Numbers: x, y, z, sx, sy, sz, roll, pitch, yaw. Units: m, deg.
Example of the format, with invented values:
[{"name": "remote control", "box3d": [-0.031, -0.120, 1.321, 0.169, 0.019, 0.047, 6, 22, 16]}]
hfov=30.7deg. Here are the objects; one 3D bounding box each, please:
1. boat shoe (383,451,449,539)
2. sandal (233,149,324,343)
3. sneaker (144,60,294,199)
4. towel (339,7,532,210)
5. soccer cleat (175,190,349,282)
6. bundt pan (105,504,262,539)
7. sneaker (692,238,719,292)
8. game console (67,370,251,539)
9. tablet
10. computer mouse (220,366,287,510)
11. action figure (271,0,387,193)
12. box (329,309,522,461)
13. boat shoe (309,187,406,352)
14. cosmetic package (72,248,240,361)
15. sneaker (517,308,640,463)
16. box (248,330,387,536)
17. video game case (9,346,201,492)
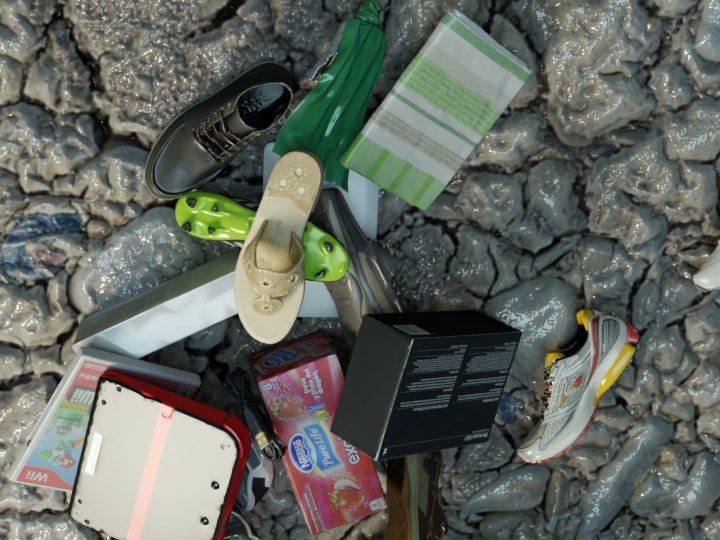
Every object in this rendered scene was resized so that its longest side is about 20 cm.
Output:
[{"name": "boat shoe", "box3d": [0.070, 0.289, 1.495, 0.072, 0.200, 0.072, 16, 138, -19]}, {"name": "sandal", "box3d": [-0.091, -0.018, 1.337, 0.078, 0.070, 0.212, 17, 105, 7]}, {"name": "sneaker", "box3d": [-0.154, -0.145, 1.384, 0.200, 0.106, 0.075, -42, 105, 7]}, {"name": "towel", "box3d": [0.079, -0.171, 1.408, 0.149, 0.031, 0.200, 27, 105, -44]}, {"name": "soccer cleat", "box3d": [-0.101, -0.044, 1.413, 0.200, 0.081, 0.068, 20, 106, 7]}, {"name": "bundt pan", "box3d": [-0.207, 0.339, 1.529, 0.202, 0.076, 0.202, -1, 106, -4]}, {"name": "sneaker", "box3d": [0.447, -0.058, 1.490, 0.087, 0.075, 0.200, 44, 91, -2]}, {"name": "game console", "box3d": [-0.219, 0.220, 1.419, 0.177, 0.031, 0.200, 21, 115, 8]}, {"name": "tablet", "box3d": [-0.046, -0.044, 1.471, 0.130, 0.014, 0.200, 1, 106, -6]}, {"name": "computer mouse", "box3d": [-0.122, 0.200, 1.471, 0.044, 0.110, 0.200, -25, 152, -25]}, {"name": "action figure", "box3d": [-0.021, -0.196, 1.397, 0.118, 0.055, 0.200, 27, 84, -47]}, {"name": "box", "box3d": [0.074, 0.121, 1.437, 0.200, 0.079, 0.141, 1, 108, -49]}, {"name": "boat shoe", "box3d": [0.000, 0.000, 1.452, 0.073, 0.074, 0.200, -23, 100, -28]}, {"name": "cosmetic package", "box3d": [-0.214, 0.048, 1.445, 0.200, 0.083, 0.051, -24, 106, 3]}, {"name": "sneaker", "box3d": [0.237, 0.133, 1.519, 0.082, 0.078, 0.200, 31, 91, -8]}, {"name": "box", "box3d": [-0.049, 0.183, 1.484, 0.095, 0.100, 0.200, -20, 107, -6]}, {"name": "video game case", "box3d": [-0.285, 0.175, 1.455, 0.143, 0.017, 0.200, 17, 122, -31]}]
